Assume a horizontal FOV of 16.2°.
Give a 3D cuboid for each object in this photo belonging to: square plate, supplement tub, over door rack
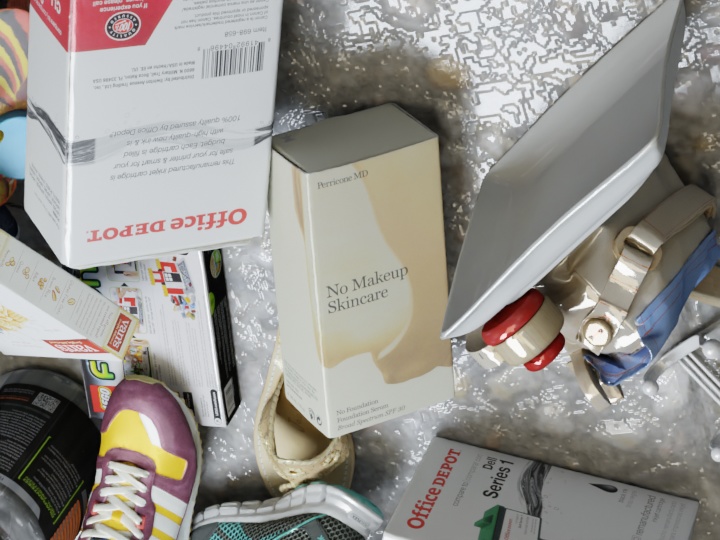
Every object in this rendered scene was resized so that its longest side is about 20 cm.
[{"bbox_3d":[0.133,-0.063,1.565,0.028,0.198,0.200,38,122,-12],"label":"square plate"},{"bbox_3d":[-0.261,0.168,1.816,0.122,0.200,0.123,8,119,14],"label":"supplement tub"},{"bbox_3d":[0.301,0.070,1.659,0.148,0.067,0.200,44,121,-9],"label":"over door rack"}]

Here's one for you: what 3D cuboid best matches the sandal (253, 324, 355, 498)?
[{"bbox_3d":[-0.045,0.108,1.790,0.077,0.070,0.212,13,121,11],"label":"sandal"}]

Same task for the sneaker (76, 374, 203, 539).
[{"bbox_3d":[-0.163,0.174,1.806,0.075,0.090,0.201,11,117,20],"label":"sneaker"}]

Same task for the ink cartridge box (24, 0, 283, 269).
[{"bbox_3d":[-0.134,-0.114,1.616,0.144,0.084,0.201,-9,123,-25],"label":"ink cartridge box"}]

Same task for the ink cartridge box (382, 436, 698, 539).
[{"bbox_3d":[0.119,0.202,1.742,0.199,0.146,0.085,14,118,10],"label":"ink cartridge box"}]

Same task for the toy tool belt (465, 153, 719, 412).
[{"bbox_3d":[0.166,0.023,1.603,0.123,0.200,0.125,48,137,-10],"label":"toy tool belt"}]

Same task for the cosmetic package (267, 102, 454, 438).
[{"bbox_3d":[0.000,0.000,1.690,0.105,0.071,0.201,-18,120,-22],"label":"cosmetic package"}]

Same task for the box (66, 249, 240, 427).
[{"bbox_3d":[-0.152,0.015,1.795,0.110,0.035,0.201,3,118,17],"label":"box"}]

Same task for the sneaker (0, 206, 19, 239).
[{"bbox_3d":[-0.316,-0.094,1.771,0.200,0.070,0.109,32,124,3],"label":"sneaker"}]

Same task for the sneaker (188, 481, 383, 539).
[{"bbox_3d":[-0.072,0.216,1.821,0.078,0.091,0.200,34,144,-26],"label":"sneaker"}]

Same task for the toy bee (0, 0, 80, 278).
[{"bbox_3d":[-0.256,-0.081,1.687,0.108,0.131,0.201,-10,96,-6],"label":"toy bee"}]

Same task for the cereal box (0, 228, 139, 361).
[{"bbox_3d":[-0.266,0.001,1.710,0.144,0.040,0.200,1,153,47],"label":"cereal box"}]
